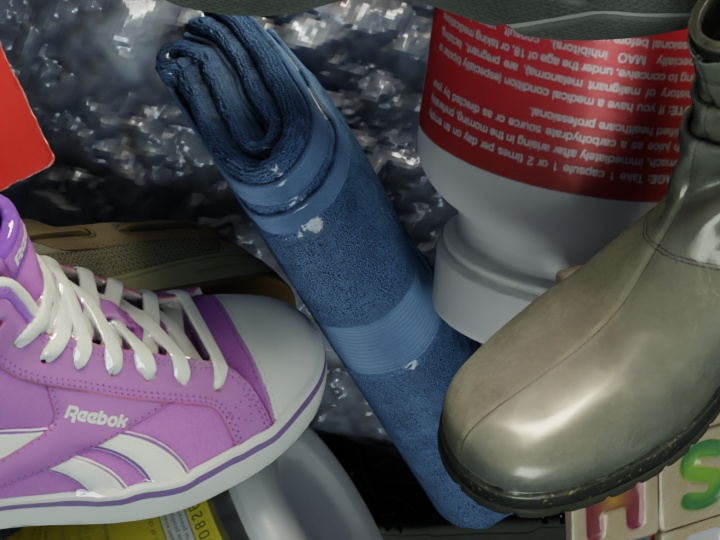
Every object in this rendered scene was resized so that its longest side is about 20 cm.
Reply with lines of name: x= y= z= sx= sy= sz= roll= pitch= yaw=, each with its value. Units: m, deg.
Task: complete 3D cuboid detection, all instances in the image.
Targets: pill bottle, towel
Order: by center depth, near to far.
pill bottle: x=0.079 y=-0.077 z=0.839 sx=0.111 sy=0.112 sz=0.202 roll=2 pitch=111 yaw=-15
towel: x=0.000 y=0.000 z=0.919 sx=0.048 sy=0.112 sz=0.201 roll=-32 pitch=130 yaw=-1
pill bottle: x=-0.092 y=0.140 z=0.963 sx=0.199 sy=0.112 sz=0.112 roll=-32 pitch=130 yaw=14

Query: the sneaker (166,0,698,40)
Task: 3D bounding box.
sneaker: x=0.026 y=-0.114 z=0.746 sx=0.198 sy=0.081 sz=0.070 roll=7 pitch=170 yaw=6

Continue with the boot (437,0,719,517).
boot: x=0.098 y=-0.026 z=0.737 sx=0.199 sy=0.068 sz=0.131 roll=-33 pitch=142 yaw=-21

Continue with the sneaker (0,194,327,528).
sneaker: x=-0.089 y=0.022 z=0.811 sx=0.199 sy=0.073 sz=0.115 roll=-13 pitch=139 yaw=-30

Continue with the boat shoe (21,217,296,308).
boat shoe: x=-0.119 y=0.017 z=0.901 sx=0.199 sy=0.065 sz=0.073 roll=-9 pitch=127 yaw=-35

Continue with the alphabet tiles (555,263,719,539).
alphabet tiles: x=0.153 y=0.024 z=0.848 sx=0.199 sy=0.008 sz=0.168 roll=-14 pitch=116 yaw=-22

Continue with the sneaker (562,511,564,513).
sneaker: x=0.078 y=0.010 z=0.975 sx=0.097 sy=0.071 sz=0.202 roll=0 pitch=128 yaw=-14

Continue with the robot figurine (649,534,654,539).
robot figurine: x=0.180 y=0.065 z=0.976 sx=0.143 sy=0.200 sz=0.117 roll=36 pitch=139 yaw=2

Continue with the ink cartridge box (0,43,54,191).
ink cartridge box: x=-0.218 y=-0.059 z=0.798 sx=0.199 sy=0.162 sz=0.050 roll=-27 pitch=176 yaw=12

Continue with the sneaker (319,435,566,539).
sneaker: x=0.032 y=0.129 z=1.071 sx=0.198 sy=0.060 sz=0.105 roll=5 pitch=124 yaw=-21
